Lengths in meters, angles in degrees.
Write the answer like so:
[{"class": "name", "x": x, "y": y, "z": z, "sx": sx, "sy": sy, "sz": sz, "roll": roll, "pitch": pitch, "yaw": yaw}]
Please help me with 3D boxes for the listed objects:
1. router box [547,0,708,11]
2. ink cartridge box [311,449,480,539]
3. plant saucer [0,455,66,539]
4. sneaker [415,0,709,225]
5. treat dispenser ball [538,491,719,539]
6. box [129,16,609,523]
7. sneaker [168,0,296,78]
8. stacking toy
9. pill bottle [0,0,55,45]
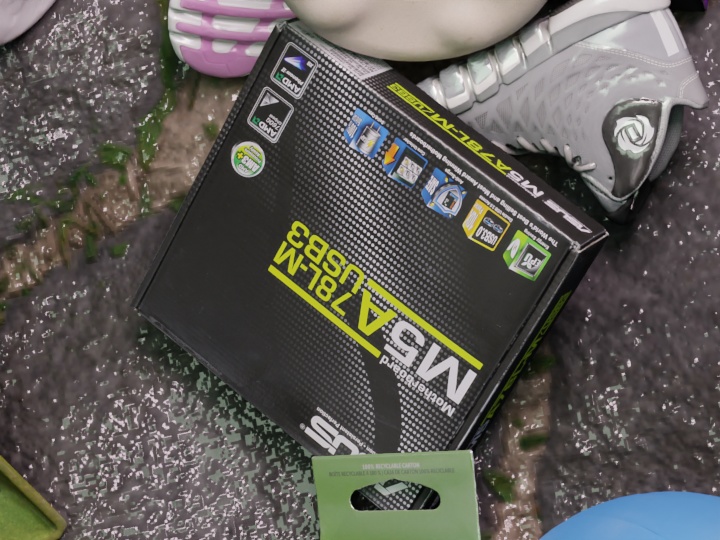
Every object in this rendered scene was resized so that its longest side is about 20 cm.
[{"class": "router box", "x": 0.093, "y": -0.220, "z": 1.350, "sx": 0.199, "sy": 0.051, "sz": 0.150, "roll": 4, "pitch": 85, "yaw": 13}, {"class": "ink cartridge box", "x": 0.012, "y": 0.195, "z": 1.276, "sx": 0.104, "sy": 0.059, "sz": 0.201, "roll": -6, "pitch": 91, "yaw": 36}, {"class": "plant saucer", "x": -0.289, "y": 0.115, "z": 1.340, "sx": 0.199, "sy": 0.200, "sz": 0.048, "roll": -25, "pitch": 49, "yaw": 8}, {"class": "sneaker", "x": 0.091, "y": -0.065, "z": 1.311, "sx": 0.200, "sy": 0.075, "sz": 0.116, "roll": -28, "pitch": 91, "yaw": 29}, {"class": "treat dispenser ball", "x": 0.149, "y": 0.207, "z": 1.204, "sx": 0.200, "sy": 0.201, "sz": 0.202, "roll": -2, "pitch": 82, "yaw": 13}, {"class": "box", "x": 0.000, "y": 0.000, "z": 1.307, "sx": 0.200, "sy": 0.047, "sz": 0.193, "roll": 39, "pitch": 117, "yaw": 14}, {"class": "sneaker", "x": -0.058, "y": -0.206, "z": 1.376, "sx": 0.080, "sy": 0.088, "sz": 0.201, "roll": 9, "pitch": 107, "yaw": -19}, {"class": "stacking toy", "x": 0.027, "y": -0.219, "z": 1.281, "sx": 0.146, "sy": 0.146, "sz": 0.200, "roll": -9, "pitch": 52, "yaw": 12}, {"class": "pill bottle", "x": -0.255, "y": -0.220, "z": 1.399, "sx": 0.200, "sy": 0.116, "sz": 0.117, "roll": 36, "pitch": 91, "yaw": 16}]
